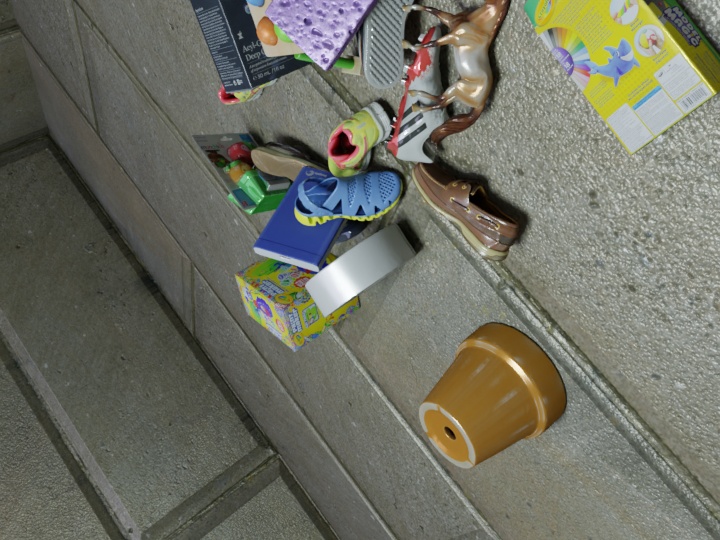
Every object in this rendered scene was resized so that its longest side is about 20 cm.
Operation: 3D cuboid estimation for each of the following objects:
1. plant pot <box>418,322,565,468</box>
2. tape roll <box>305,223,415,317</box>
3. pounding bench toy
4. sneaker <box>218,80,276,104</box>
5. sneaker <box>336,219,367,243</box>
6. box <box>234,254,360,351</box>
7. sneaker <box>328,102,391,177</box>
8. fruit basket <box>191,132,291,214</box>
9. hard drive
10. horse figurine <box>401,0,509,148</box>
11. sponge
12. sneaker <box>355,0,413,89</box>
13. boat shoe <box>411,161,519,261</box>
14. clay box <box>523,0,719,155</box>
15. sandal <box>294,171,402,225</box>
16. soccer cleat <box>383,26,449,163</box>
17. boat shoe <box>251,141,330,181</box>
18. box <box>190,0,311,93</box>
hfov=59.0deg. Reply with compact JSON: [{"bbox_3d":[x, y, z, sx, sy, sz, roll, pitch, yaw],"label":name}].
[{"bbox_3d":[0.202,0.220,1.053,0.200,0.183,0.201,39,148,31],"label":"plant pot"},{"bbox_3d":[0.000,0.000,1.146,0.071,0.202,0.202,56,153,4],"label":"tape roll"},{"bbox_3d":[-0.070,-0.362,0.935,0.124,0.155,0.202,17,133,51],"label":"pounding bench toy"},{"bbox_3d":[-0.226,-0.378,1.247,0.079,0.090,0.200,59,151,0],"label":"sneaker"},{"bbox_3d":[-0.064,-0.103,1.283,0.199,0.070,0.083,4,124,56],"label":"sneaker"},{"bbox_3d":[-0.141,0.047,1.432,0.199,0.192,0.123,29,141,42],"label":"box"},{"bbox_3d":[-0.025,-0.209,1.075,0.078,0.090,0.200,53,154,4],"label":"sneaker"},{"bbox_3d":[-0.240,-0.222,1.362,0.094,0.185,0.201,-37,81,32],"label":"fruit basket"},{"bbox_3d":[-0.090,-0.098,1.153,0.131,0.201,0.025,16,149,20],"label":"hard drive"},{"bbox_3d":[0.122,-0.260,0.807,0.131,0.050,0.202,1,123,15],"label":"horse figurine"},{"bbox_3d":[-0.025,-0.368,0.795,0.111,0.030,0.200,42,118,0],"label":"sponge"},{"bbox_3d":[0.032,-0.355,0.855,0.080,0.078,0.202,-106,23,-57],"label":"sneaker"},{"bbox_3d":[0.156,-0.103,0.933,0.200,0.072,0.068,49,131,25],"label":"boat shoe"},{"bbox_3d":[0.262,-0.231,0.641,0.201,0.047,0.115,56,153,6],"label":"clay box"},{"bbox_3d":[-0.027,-0.129,1.081,0.087,0.198,0.080,59,-160,-64],"label":"sandal"},{"bbox_3d":[0.094,-0.241,0.897,0.084,0.069,0.201,19,130,3],"label":"soccer cleat"},{"bbox_3d":[-0.126,-0.217,1.276,0.198,0.065,0.072,20,146,25],"label":"boat shoe"},{"bbox_3d":[-0.182,-0.422,1.066,0.107,0.148,0.202,14,131,52],"label":"box"}]
